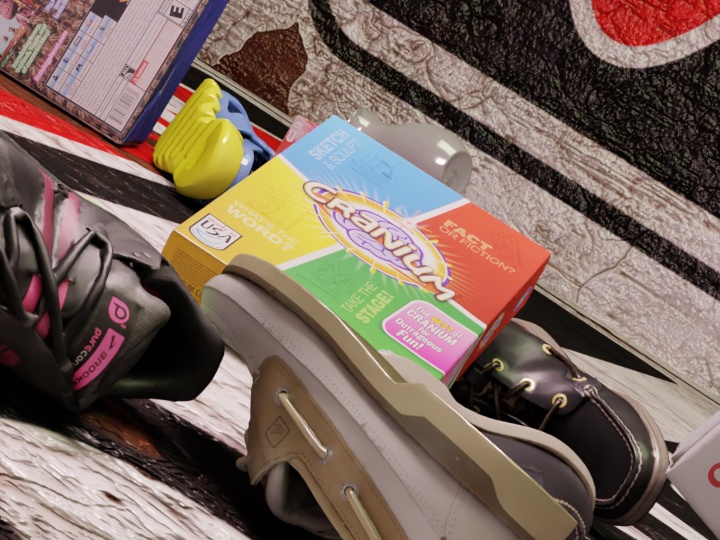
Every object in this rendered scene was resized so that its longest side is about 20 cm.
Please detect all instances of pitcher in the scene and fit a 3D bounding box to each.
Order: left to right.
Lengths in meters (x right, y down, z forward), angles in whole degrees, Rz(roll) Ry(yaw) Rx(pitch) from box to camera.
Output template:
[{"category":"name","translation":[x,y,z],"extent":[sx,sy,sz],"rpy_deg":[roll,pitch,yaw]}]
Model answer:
[{"category":"pitcher","translation":[0.085,-0.166,3.129],"extent":[0.200,0.121,0.172],"rpy_deg":[22,-17,36]}]

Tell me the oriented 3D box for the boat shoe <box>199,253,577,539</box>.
[{"category":"boat shoe","translation":[-0.011,0.058,0.707],"extent":[0.075,0.068,0.200],"rpy_deg":[44,-4,-39]}]

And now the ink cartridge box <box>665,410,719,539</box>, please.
[{"category":"ink cartridge box","translation":[0.279,0.130,1.051],"extent":[0.200,0.145,0.145],"rpy_deg":[51,9,6]}]

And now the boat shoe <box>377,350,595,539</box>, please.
[{"category":"boat shoe","translation":[0.038,0.096,0.844],"extent":[0.200,0.073,0.063],"rpy_deg":[34,45,-48]}]

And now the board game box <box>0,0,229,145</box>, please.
[{"category":"board game box","translation":[-0.219,-0.215,1.534],"extent":[0.200,0.160,0.097],"rpy_deg":[33,4,1]}]

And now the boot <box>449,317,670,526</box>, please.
[{"category":"boot","translation":[0.075,0.066,1.136],"extent":[0.150,0.073,0.200],"rpy_deg":[24,16,-33]}]

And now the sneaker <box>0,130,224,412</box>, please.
[{"category":"sneaker","translation":[-0.109,0.000,0.663],"extent":[0.084,0.077,0.200],"rpy_deg":[31,5,31]}]

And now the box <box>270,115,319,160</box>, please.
[{"category":"box","translation":[0.004,-0.014,1.306],"extent":[0.095,0.103,0.200],"rpy_deg":[29,5,-30]}]

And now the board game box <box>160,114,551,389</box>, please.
[{"category":"board game box","translation":[0.000,0.000,1.052],"extent":[0.153,0.040,0.200],"rpy_deg":[33,30,9]}]

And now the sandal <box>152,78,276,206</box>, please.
[{"category":"sandal","translation":[-0.101,-0.082,1.495],"extent":[0.087,0.080,0.200],"rpy_deg":[34,13,-21]}]
